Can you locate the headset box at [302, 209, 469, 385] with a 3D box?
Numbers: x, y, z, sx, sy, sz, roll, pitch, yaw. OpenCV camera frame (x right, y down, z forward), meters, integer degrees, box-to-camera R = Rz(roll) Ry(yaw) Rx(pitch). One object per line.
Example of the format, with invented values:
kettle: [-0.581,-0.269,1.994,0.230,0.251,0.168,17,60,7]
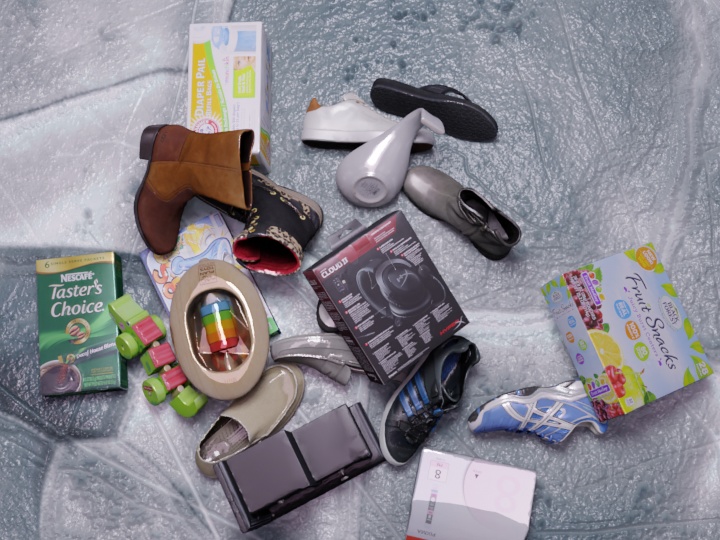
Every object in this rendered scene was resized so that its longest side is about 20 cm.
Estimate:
headset box: [0.028,0.027,1.290,0.148,0.077,0.201,-35,96,-14]

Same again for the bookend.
bookend: [-0.071,0.252,1.262,0.199,0.199,0.093,-27,78,-4]

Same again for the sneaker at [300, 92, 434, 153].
sneaker: [0.013,-0.221,1.414,0.198,0.073,0.086,6,82,6]

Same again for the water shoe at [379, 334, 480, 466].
water shoe: [0.093,0.177,1.318,0.071,0.079,0.201,32,80,-26]

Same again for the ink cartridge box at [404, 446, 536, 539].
ink cartridge box: [0.143,0.356,1.307,0.161,0.057,0.202,11,75,5]

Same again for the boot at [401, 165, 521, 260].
boot: [0.144,-0.097,1.353,0.199,0.131,0.068,38,83,10]

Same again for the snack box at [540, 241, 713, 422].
snack box: [0.363,0.081,1.311,0.167,0.068,0.202,-16,78,-25]

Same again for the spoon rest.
spoon rest: [0.043,-0.160,1.362,0.099,0.200,0.061,30,41,-23]

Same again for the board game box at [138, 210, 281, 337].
board game box: [-0.219,0.032,1.396,0.134,0.034,0.201,-28,79,-3]

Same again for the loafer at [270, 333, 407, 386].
loafer: [-0.028,0.126,1.343,0.198,0.070,0.071,2,77,-5]

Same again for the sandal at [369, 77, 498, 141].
sandal: [0.113,-0.249,1.418,0.199,0.076,0.048,21,63,7]

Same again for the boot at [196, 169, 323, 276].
boot: [-0.154,-0.071,1.345,0.198,0.151,0.074,23,121,-8]

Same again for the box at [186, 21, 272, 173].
box: [-0.192,-0.251,1.416,0.111,0.101,0.202,-2,79,3]

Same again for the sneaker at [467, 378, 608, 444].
sneaker: [0.246,0.200,1.316,0.198,0.076,0.078,-11,74,2]

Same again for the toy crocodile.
toy crocodile: [-0.288,0.120,1.354,0.067,0.062,0.201,-27,80,-39]

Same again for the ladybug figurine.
ladybug figurine: [-0.193,0.081,1.330,0.134,0.072,0.202,-11,79,-1]

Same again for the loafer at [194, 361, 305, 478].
loafer: [-0.154,0.209,1.340,0.076,0.068,0.200,40,83,10]

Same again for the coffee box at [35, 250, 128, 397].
coffee box: [-0.404,0.078,1.392,0.121,0.044,0.202,-5,79,2]

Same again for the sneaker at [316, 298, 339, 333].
sneaker: [0.000,0.000,1.370,0.073,0.080,0.201,33,84,7]

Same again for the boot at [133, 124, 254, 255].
boot: [-0.217,-0.103,1.312,0.198,0.068,0.191,11,97,35]
